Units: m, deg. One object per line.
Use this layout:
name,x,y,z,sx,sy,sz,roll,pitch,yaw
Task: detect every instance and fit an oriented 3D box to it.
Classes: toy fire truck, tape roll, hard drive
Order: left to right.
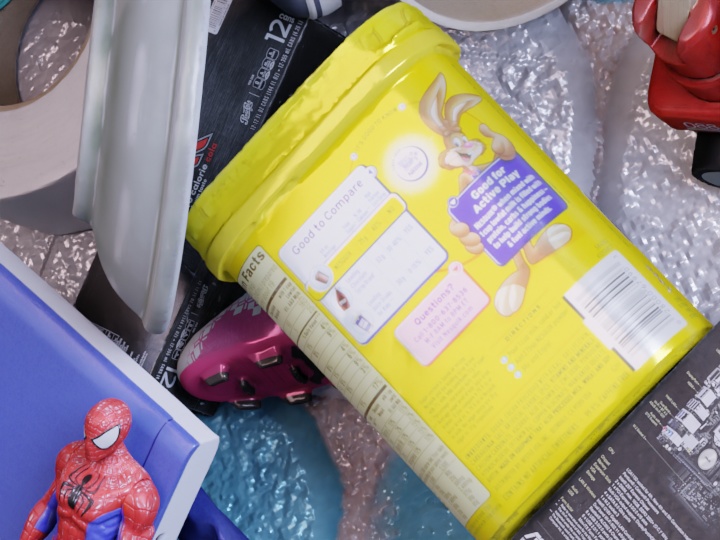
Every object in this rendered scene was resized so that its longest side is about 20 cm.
hard drive,-0.163,0.072,1.327,0.200,0.025,0.132,39,121,25
tape roll,-0.161,-0.125,1.455,0.201,0.071,0.204,-9,72,29
toy fire truck,0.193,-0.113,1.166,0.175,0.200,0.130,8,81,32

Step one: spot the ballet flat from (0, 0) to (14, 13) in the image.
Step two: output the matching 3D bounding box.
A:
ballet flat,-0.178,-0.216,1.420,0.067,0.068,0.201,16,79,52

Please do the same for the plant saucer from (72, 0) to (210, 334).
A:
plant saucer,-0.100,-0.073,1.250,0.050,0.200,0.202,5,76,-6

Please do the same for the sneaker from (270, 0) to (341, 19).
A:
sneaker,-0.083,-0.182,1.351,0.079,0.079,0.200,-30,57,-8

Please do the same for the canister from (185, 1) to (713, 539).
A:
canister,0.039,0.005,1.232,0.149,0.087,0.200,-46,77,11

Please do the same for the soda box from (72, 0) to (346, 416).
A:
soda box,-0.072,-0.035,1.376,0.063,0.071,0.201,24,90,32

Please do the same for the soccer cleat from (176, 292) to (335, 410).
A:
soccer cleat,0.000,0.000,1.331,0.199,0.070,0.087,-22,63,17

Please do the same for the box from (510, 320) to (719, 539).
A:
box,0.188,0.135,1.167,0.164,0.086,0.200,-48,59,11

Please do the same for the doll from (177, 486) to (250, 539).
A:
doll,-0.112,0.105,1.344,0.200,0.048,0.137,37,137,25

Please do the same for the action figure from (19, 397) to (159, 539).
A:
action figure,-0.133,0.149,1.276,0.065,0.052,0.201,29,114,33

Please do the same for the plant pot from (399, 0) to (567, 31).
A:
plant pot,0.019,-0.238,1.334,0.200,0.187,0.188,36,96,46
